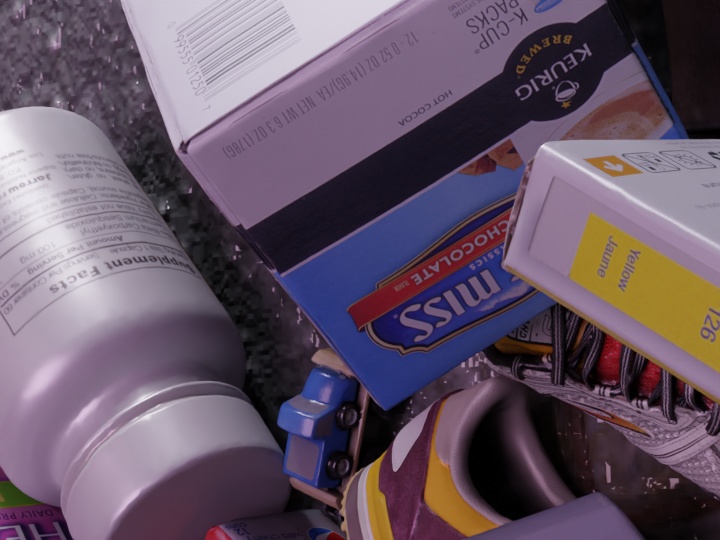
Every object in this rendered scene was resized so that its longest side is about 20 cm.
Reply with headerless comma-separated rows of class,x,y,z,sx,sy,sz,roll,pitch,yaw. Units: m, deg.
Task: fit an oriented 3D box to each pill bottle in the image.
pill bottle,-0.113,0.034,0.931,0.200,0.114,0.115,53,125,34

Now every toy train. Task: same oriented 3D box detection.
toy train,0.000,0.000,0.860,0.034,0.046,0.201,17,101,46

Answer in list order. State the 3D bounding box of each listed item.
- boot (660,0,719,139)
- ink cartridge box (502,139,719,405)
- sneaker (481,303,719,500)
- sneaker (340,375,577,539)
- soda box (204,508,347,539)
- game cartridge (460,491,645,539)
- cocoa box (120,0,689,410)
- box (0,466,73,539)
boot,0.103,-0.128,0.733,0.199,0.072,0.168,-1,86,43
ink cartridge box,0.173,0.020,0.565,0.200,0.197,0.047,37,118,42
sneaker,0.087,0.026,0.741,0.200,0.082,0.078,30,110,43
sneaker,0.061,0.134,0.772,0.090,0.075,0.201,-45,60,37
soda box,-0.049,0.200,0.896,0.070,0.063,0.201,36,115,41
game cartridge,0.068,0.182,0.721,0.042,0.132,0.201,93,158,-84
cocoa box,0.005,-0.083,0.727,0.133,0.131,0.200,-32,40,5
box,-0.172,0.136,0.945,0.200,0.175,0.097,41,118,40
